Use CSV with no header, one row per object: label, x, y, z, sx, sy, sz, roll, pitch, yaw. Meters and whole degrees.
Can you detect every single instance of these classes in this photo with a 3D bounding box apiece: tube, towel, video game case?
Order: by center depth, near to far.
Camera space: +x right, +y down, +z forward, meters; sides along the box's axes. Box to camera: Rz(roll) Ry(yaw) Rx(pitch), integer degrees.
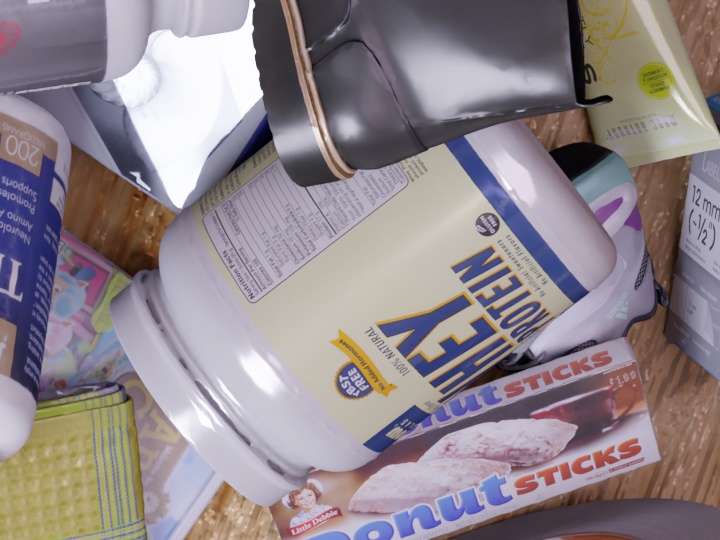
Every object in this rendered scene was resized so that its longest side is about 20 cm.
towel,-0.171,0.155,1.061,0.143,0.023,0.201,-10,106,-24
video game case,-0.164,0.090,1.088,0.182,0.022,0.200,37,83,-18
tube,0.128,-0.151,1.140,0.052,0.058,0.200,-20,100,-7

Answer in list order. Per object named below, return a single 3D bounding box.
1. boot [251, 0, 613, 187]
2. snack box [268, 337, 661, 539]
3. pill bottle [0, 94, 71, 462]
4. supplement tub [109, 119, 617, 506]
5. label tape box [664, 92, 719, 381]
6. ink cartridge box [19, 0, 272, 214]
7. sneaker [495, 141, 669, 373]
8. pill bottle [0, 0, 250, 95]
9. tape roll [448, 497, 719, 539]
boot,0.020,-0.146,0.904,0.138,0.077,0.200,-11,98,15
snack box,0.051,0.098,1.120,0.200,0.024,0.072,-19,127,0
pill bottle,-0.196,0.023,0.978,0.111,0.111,0.200,13,66,-19
supplement tub,0.000,0.000,1.001,0.200,0.145,0.145,-38,106,7
label tape box,0.223,-0.036,1.120,0.066,0.143,0.200,-1,108,-16
ink cartridge box,-0.061,-0.125,1.028,0.200,0.041,0.200,32,110,-4
sneaker,0.071,0.037,1.133,0.200,0.078,0.140,-26,111,-5
pill bottle,-0.153,-0.130,0.935,0.200,0.111,0.111,-9,98,-14
tape roll,0.100,0.180,1.091,0.200,0.200,0.066,-18,102,-16
